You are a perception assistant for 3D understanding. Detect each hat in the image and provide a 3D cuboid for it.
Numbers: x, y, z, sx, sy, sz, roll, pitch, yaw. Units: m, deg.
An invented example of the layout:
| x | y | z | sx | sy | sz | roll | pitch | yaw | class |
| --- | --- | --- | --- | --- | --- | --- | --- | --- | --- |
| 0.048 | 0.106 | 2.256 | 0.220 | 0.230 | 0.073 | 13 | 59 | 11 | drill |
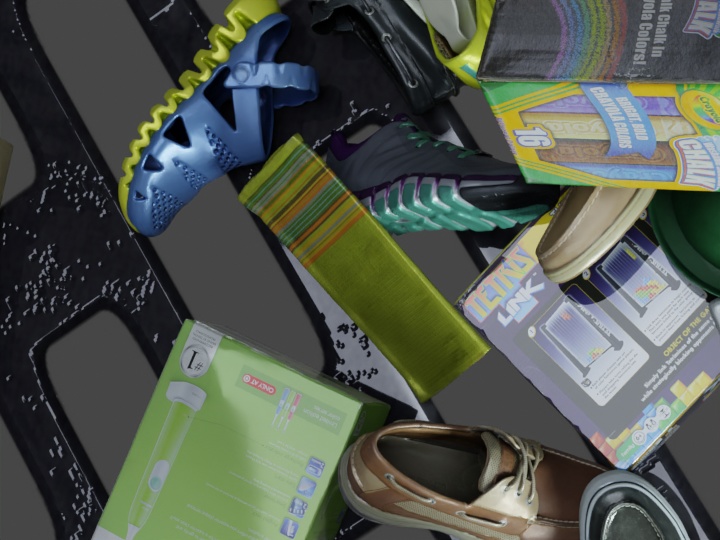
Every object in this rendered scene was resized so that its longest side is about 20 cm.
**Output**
| x | y | z | sx | sy | sz | roll | pitch | yaw | class |
| --- | --- | --- | --- | --- | --- | --- | --- | --- | --- |
| 0.264 | -0.091 | 0.961 | 0.199 | 0.176 | 0.167 | -28 | 64 | 1 | hat |

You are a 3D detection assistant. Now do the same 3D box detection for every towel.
| x | y | z | sx | sy | sz | roll | pitch | yaw | class |
| --- | --- | --- | --- | --- | --- | --- | --- | --- | --- |
| 0.000 | 0.000 | 1.120 | 0.200 | 0.018 | 0.086 | 48 | 140 | 1 | towel |

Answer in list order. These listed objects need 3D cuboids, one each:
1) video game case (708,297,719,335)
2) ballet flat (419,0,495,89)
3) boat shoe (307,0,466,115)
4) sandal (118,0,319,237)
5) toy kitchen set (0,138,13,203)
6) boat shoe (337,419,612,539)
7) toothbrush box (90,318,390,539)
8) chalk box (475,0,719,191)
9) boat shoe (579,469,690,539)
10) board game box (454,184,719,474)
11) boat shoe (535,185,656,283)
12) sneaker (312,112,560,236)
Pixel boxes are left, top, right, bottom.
| x | y | z | sx | sy | sz | roll | pitch | yaw | class |
| --- | --- | --- | --- | --- | --- | --- | --- | --- | --- |
| 0.348 | 0.064 | 1.030 | 0.198 | 0.023 | 0.184 | -24 | 92 | 3 | video game case |
| 0.056 | -0.217 | 1.103 | 0.067 | 0.067 | 0.202 | -31 | 66 | 36 | ballet flat |
| -0.005 | -0.189 | 1.162 | 0.066 | 0.075 | 0.199 | -44 | 84 | -6 | boat shoe |
| -0.101 | -0.105 | 1.179 | 0.087 | 0.079 | 0.201 | 37 | 95 | 13 | sandal |
| -0.385 | -0.026 | 1.190 | 0.161 | 0.180 | 0.202 | 7 | 81 | 17 | toy kitchen set |
| 0.087 | 0.141 | 1.066 | 0.198 | 0.072 | 0.076 | 6 | 60 | -12 | boat shoe |
| -0.088 | 0.155 | 1.138 | 0.145 | 0.086 | 0.202 | 23 | 89 | 16 | toothbrush box |
| 0.186 | -0.127 | 0.936 | 0.198 | 0.124 | 0.126 | 5 | 66 | 22 | chalk box |
| 0.192 | 0.229 | 1.038 | 0.071 | 0.071 | 0.202 | -18 | 95 | 9 | boat shoe |
| 0.190 | 0.011 | 1.094 | 0.200 | 0.057 | 0.165 | -46 | 73 | 5 | board game box |
| 0.163 | -0.086 | 1.041 | 0.064 | 0.071 | 0.201 | 34 | 83 | -14 | boat shoe |
| 0.047 | -0.074 | 1.115 | 0.198 | 0.074 | 0.089 | -5 | 72 | 35 | sneaker |
